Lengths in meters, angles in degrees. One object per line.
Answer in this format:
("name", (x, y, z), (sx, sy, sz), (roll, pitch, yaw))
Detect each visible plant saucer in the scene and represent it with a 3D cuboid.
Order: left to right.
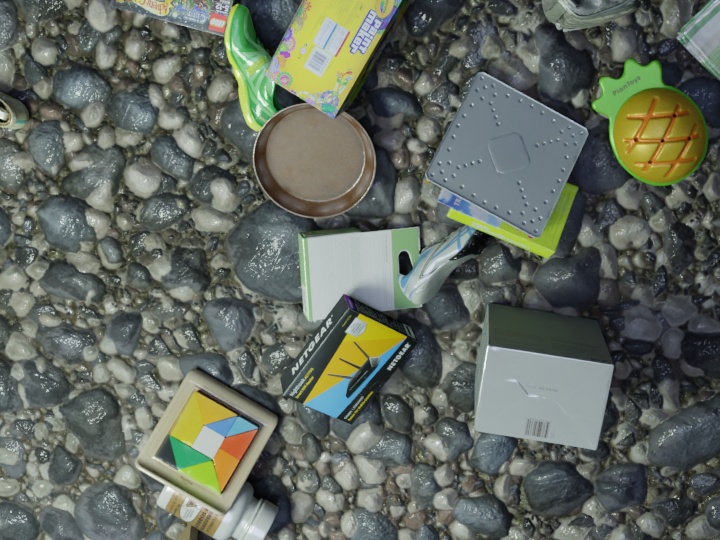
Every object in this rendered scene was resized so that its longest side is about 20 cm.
("plant saucer", (-0.073, -0.180, 1.425), (0.199, 0.035, 0.201), (1, 120, 2))

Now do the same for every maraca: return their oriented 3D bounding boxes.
("maraca", (0.437, -0.222, 1.329), (0.137, 0.107, 0.200), (-34, 98, 15))

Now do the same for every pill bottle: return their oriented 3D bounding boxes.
("pill bottle", (-0.255, 0.420, 1.594), (0.199, 0.114, 0.115), (30, 107, -2))

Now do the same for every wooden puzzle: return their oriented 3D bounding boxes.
("wooden puzzle", (-0.267, 0.298, 1.546), (0.184, 0.037, 0.201), (30, 71, -1))

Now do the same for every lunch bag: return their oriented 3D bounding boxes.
("lunch bag", (0.339, -0.419, 1.243), (0.167, 0.200, 0.140), (-39, 95, 12))

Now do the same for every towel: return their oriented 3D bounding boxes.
("towel", (0.595, -0.336, 1.317), (0.200, 0.031, 0.149), (43, 107, -6))

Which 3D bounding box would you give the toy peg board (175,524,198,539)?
("toy peg board", (-0.335, 0.616, 1.626), (0.098, 0.199, 0.200), (33, 108, -19))

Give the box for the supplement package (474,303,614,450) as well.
("supplement package", (0.284, 0.164, 1.408), (0.190, 0.200, 0.148), (9, 107, 5))

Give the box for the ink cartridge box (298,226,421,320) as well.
("ink cartridge box", (0.000, 0.000, 1.481), (0.199, 0.048, 0.147), (-7, 106, -13))

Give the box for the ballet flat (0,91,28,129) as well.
("ballet flat", (-0.653, -0.294, 1.475), (0.199, 0.062, 0.068), (22, 107, 1))

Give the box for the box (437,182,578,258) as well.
("box", (0.229, -0.113, 1.390), (0.199, 0.048, 0.123), (23, 74, 1))

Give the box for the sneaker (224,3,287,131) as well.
("sneaker", (-0.160, -0.325, 1.400), (0.083, 0.074, 0.201), (-9, 114, 11))

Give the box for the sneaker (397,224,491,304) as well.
("sneaker", (0.142, -0.032, 1.441), (0.200, 0.072, 0.073), (-43, 62, 5))

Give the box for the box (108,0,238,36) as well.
("box", (-0.288, -0.462, 1.393), (0.199, 0.038, 0.137), (15, 106, 3))

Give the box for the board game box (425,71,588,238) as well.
("board game box", (0.226, -0.177, 1.363), (0.199, 0.026, 0.201), (28, 76, -1))

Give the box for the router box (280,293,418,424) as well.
("router box", (-0.021, 0.153, 1.492), (0.149, 0.051, 0.200), (27, 111, -26))

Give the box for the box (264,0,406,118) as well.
("box", (-0.027, -0.352, 1.309), (0.122, 0.193, 0.201), (31, 108, -3))
